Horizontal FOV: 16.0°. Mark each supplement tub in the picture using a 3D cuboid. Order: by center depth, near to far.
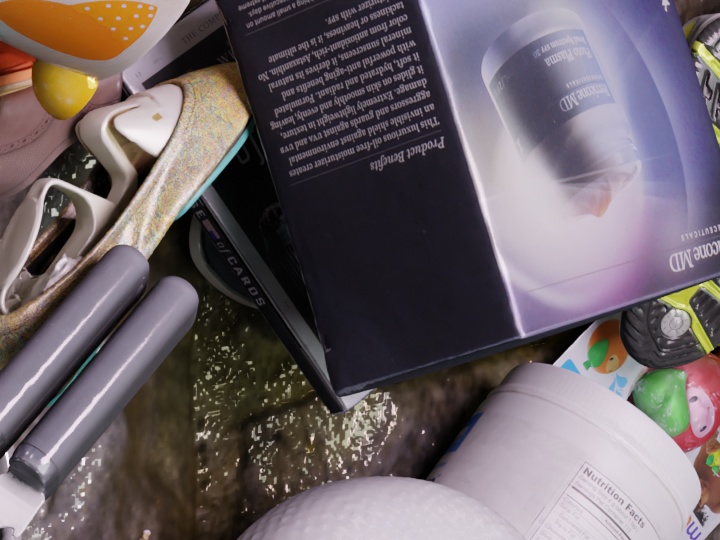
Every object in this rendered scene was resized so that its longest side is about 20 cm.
[{"bbox_3d":[0.077,0.164,1.371,0.200,0.132,0.132,-53,129,-21],"label":"supplement tub"}]

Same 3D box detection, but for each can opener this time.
[{"bbox_3d":[-0.142,0.074,1.065,0.200,0.053,0.066,-53,169,-25],"label":"can opener"}]

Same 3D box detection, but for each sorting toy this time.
[{"bbox_3d":[-0.187,-0.157,1.053,0.180,0.200,0.107,16,121,-31],"label":"sorting toy"}]

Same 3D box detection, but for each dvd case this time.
[{"bbox_3d":[-0.015,-0.053,1.258,0.150,0.025,0.200,-39,101,-28],"label":"dvd case"}]

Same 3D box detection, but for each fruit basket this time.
[{"bbox_3d":[0.211,0.059,1.497,0.200,0.094,0.185,-48,127,-20],"label":"fruit basket"}]

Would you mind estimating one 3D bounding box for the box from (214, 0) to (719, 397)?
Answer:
[{"bbox_3d":[0.062,-0.066,1.191,0.200,0.123,0.198,-16,89,-49],"label":"box"}]

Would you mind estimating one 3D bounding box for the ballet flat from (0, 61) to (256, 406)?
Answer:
[{"bbox_3d":[-0.112,-0.032,1.148,0.071,0.071,0.200,50,63,-37],"label":"ballet flat"}]

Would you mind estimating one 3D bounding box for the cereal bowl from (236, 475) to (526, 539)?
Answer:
[{"bbox_3d":[0.021,0.195,1.223,0.200,0.083,0.200,4,81,-25],"label":"cereal bowl"}]

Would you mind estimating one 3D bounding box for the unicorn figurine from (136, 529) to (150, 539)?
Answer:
[{"bbox_3d":[-0.104,0.216,1.267,0.200,0.074,0.137,40,62,-55],"label":"unicorn figurine"}]

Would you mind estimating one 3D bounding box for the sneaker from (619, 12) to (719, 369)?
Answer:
[{"bbox_3d":[0.186,-0.043,1.417,0.075,0.076,0.200,12,98,-14],"label":"sneaker"}]

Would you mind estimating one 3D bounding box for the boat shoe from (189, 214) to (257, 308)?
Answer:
[{"bbox_3d":[0.000,0.000,1.310,0.200,0.062,0.075,23,84,-43],"label":"boat shoe"}]

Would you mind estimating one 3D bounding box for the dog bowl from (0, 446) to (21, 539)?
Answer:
[{"bbox_3d":[-0.217,0.095,1.079,0.200,0.059,0.200,31,54,-53],"label":"dog bowl"}]

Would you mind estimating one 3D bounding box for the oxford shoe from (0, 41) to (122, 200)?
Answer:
[{"bbox_3d":[-0.179,-0.056,1.130,0.200,0.071,0.073,-28,121,-36],"label":"oxford shoe"}]
